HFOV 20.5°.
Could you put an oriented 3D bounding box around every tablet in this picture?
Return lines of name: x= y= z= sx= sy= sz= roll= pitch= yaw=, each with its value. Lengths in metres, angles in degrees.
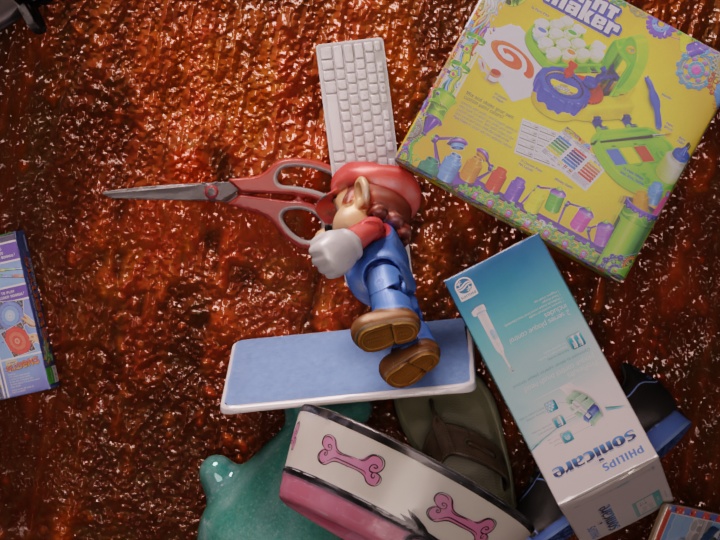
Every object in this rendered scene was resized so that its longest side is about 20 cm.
tablet: x=-0.008 y=0.077 z=1.587 sx=0.200 sy=0.130 sz=0.014 roll=-6 pitch=112 yaw=4

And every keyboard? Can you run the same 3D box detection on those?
keyboard: x=0.003 y=-0.088 z=1.628 sx=0.056 sy=0.011 sz=0.200 roll=-8 pitch=92 yaw=-13

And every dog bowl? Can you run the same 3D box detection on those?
dog bowl: x=0.027 y=0.179 z=1.503 sx=0.200 sy=0.200 sz=0.074 roll=29 pitch=80 yaw=2

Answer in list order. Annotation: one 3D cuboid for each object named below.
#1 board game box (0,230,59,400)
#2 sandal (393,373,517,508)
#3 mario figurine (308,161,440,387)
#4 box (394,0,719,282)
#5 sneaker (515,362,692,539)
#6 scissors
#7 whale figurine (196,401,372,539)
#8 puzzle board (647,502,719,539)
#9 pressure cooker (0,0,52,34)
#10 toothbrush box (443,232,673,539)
board game box: x=-0.363 y=0.054 z=1.652 sx=0.200 sy=0.034 sz=0.135 roll=-12 pitch=91 yaw=4
sandal: x=0.087 y=0.161 z=1.618 sx=0.080 sy=0.057 sz=0.201 roll=-21 pitch=91 yaw=4
mario figurine: x=0.000 y=0.000 z=1.551 sx=0.106 sy=0.200 sz=0.123 roll=2 pitch=135 yaw=-13
box: x=0.160 y=-0.122 z=1.564 sx=0.200 sy=0.122 sz=0.193 roll=29 pitch=92 yaw=2
sneaker: x=0.170 y=0.160 z=1.606 sx=0.200 sy=0.070 sz=0.078 roll=-39 pitch=73 yaw=-6
scissors: x=-0.110 y=-0.071 z=1.643 sx=0.200 sy=0.014 sz=0.073 roll=14 pitch=96 yaw=4
whale figurine: x=-0.057 y=0.186 z=1.606 sx=0.159 sy=0.104 sz=0.200 roll=21 pitch=94 yaw=3
puzzle board: x=0.252 y=0.287 z=1.582 sx=0.017 sy=0.151 sz=0.200 roll=24 pitch=95 yaw=43
pressure cooker: x=-0.333 y=-0.264 z=1.567 sx=0.200 sy=0.179 sz=0.176 roll=-29 pitch=133 yaw=4
toothbrush box: x=0.153 y=0.093 z=1.517 sx=0.085 sy=0.146 sz=0.200 roll=-26 pitch=66 yaw=3
